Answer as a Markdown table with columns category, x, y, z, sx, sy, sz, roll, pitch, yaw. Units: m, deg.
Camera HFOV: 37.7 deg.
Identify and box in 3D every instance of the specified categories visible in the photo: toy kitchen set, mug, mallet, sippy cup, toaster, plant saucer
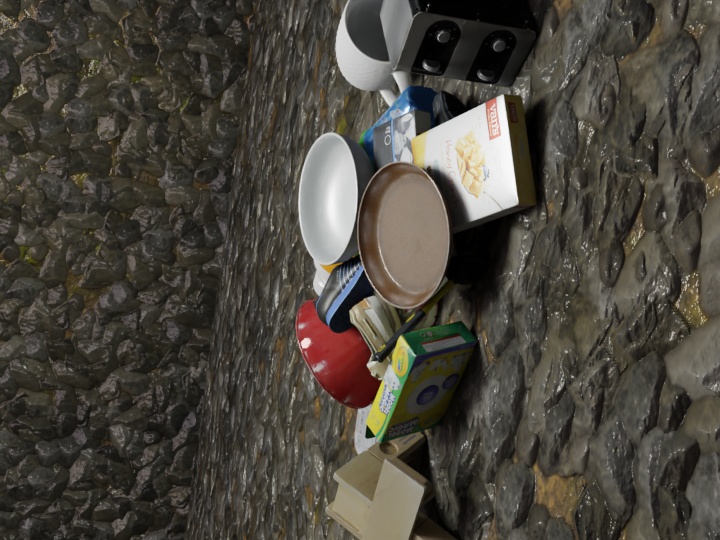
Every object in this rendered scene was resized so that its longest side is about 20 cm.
| category | x | y | z | sx | sy | sz | roll | pitch | yaw |
| --- | --- | --- | --- | --- | --- | --- | --- | --- | --- |
| toy kitchen set | 0.087 | 0.306 | 1.516 | 0.198 | 0.179 | 0.166 | 32 | 127 | 26 |
| mug | 0.038 | -0.371 | 1.842 | 0.203 | 0.146 | 0.175 | 63 | 164 | 7 |
| mallet | 0.089 | 0.052 | 1.479 | 0.200 | 0.041 | 0.066 | -43 | 13 | -5 |
| sippy cup | 0.081 | -0.211 | 1.649 | 0.179 | 0.138 | 0.131 | 57 | 133 | 24 |
| toaster | 0.125 | -0.354 | 1.450 | 0.120 | 0.177 | 0.202 | 113 | 156 | -44 |
| plant saucer | 0.066 | -0.050 | 1.469 | 0.199 | 0.032 | 0.205 | 6 | 98 | 52 |

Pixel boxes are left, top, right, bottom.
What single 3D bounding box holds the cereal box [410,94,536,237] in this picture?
| category | x | y | z | sx | sy | sz | roll | pitch | yaw |
| --- | --- | --- | --- | --- | --- | --- | --- | --- | --- |
| cereal box | 0.148 | -0.135 | 1.412 | 0.199 | 0.039 | 0.147 | -20 | 74 | 54 |

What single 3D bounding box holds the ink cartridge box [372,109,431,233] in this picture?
| category | x | y | z | sx | sy | sz | roll | pitch | yaw |
| --- | --- | --- | --- | --- | --- | --- | --- | --- | --- |
| ink cartridge box | 0.064 | -0.122 | 1.536 | 0.099 | 0.039 | 0.204 | -17 | 73 | 49 |

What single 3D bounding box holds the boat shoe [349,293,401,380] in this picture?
| category | x | y | z | sx | sy | sz | roll | pitch | yaw |
| --- | --- | --- | --- | --- | --- | --- | --- | --- | --- |
| boat shoe | 0.042 | 0.138 | 1.614 | 0.075 | 0.067 | 0.203 | 152 | 97 | -79 |

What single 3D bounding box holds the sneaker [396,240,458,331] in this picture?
| category | x | y | z | sx | sy | sz | roll | pitch | yaw |
| --- | --- | --- | --- | --- | --- | --- | --- | --- | --- |
| sneaker | 0.079 | 0.025 | 1.616 | 0.082 | 0.086 | 0.202 | -100 | 24 | -43 |

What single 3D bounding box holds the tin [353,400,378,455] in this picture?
| category | x | y | z | sx | sy | sz | roll | pitch | yaw |
| --- | --- | --- | --- | --- | --- | --- | --- | --- | --- |
| tin | 0.031 | 0.275 | 1.770 | 0.200 | 0.041 | 0.114 | -161 | 74 | -72 |

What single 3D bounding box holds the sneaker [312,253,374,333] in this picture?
| category | x | y | z | sx | sy | sz | roll | pitch | yaw |
| --- | --- | --- | --- | --- | --- | --- | --- | --- | --- |
| sneaker | 0.000 | 0.000 | 1.644 | 0.201 | 0.070 | 0.078 | -49 | 42 | 2 |

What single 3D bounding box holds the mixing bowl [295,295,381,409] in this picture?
| category | x | y | z | sx | sy | sz | roll | pitch | yaw |
| --- | --- | --- | --- | --- | --- | --- | --- | --- | --- |
| mixing bowl | 0.000 | 0.111 | 1.732 | 0.108 | 0.199 | 0.203 | -33 | 44 | 27 |

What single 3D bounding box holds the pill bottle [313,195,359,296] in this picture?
| category | x | y | z | sx | sy | sz | roll | pitch | yaw |
| --- | --- | --- | --- | --- | --- | --- | --- | --- | --- |
| pill bottle | -0.017 | -0.043 | 1.791 | 0.112 | 0.109 | 0.202 | -104 | 27 | -49 |

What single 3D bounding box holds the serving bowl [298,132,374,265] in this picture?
| category | x | y | z | sx | sy | sz | roll | pitch | yaw |
| --- | --- | --- | --- | --- | --- | --- | --- | --- | --- |
| serving bowl | -0.026 | -0.110 | 1.638 | 0.199 | 0.065 | 0.205 | 1 | 91 | 61 |

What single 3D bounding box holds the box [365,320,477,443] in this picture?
| category | x | y | z | sx | sy | sz | roll | pitch | yaw |
| --- | --- | --- | --- | --- | --- | --- | --- | --- | --- |
| box | 0.081 | 0.169 | 1.501 | 0.049 | 0.116 | 0.202 | 52 | 138 | 34 |

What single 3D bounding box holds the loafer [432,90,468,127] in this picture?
| category | x | y | z | sx | sy | sz | roll | pitch | yaw |
| --- | --- | --- | --- | --- | --- | --- | --- | --- | --- |
| loafer | 0.135 | -0.181 | 1.532 | 0.070 | 0.067 | 0.203 | -45 | 41 | 33 |
